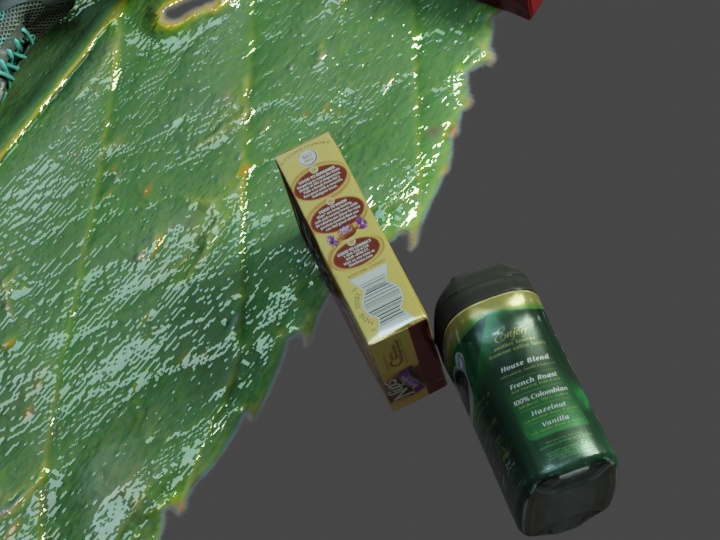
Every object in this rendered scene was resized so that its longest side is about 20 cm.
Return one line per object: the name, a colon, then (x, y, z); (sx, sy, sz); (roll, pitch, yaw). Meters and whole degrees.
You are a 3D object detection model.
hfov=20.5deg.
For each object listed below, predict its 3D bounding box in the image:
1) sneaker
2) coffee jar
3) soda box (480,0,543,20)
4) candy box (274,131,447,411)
sneaker: (-0.339, -0.191, 1.828); (0.199, 0.078, 0.091); (-34, 66, 0)
coffee jar: (0.124, 0.096, 1.537); (0.085, 0.105, 0.201); (-18, 58, -10)
soda box: (0.082, -0.301, 1.807); (0.199, 0.064, 0.070); (24, 67, 24)
candy box: (0.000, 0.000, 1.612); (0.056, 0.117, 0.201); (-26, 59, -5)
